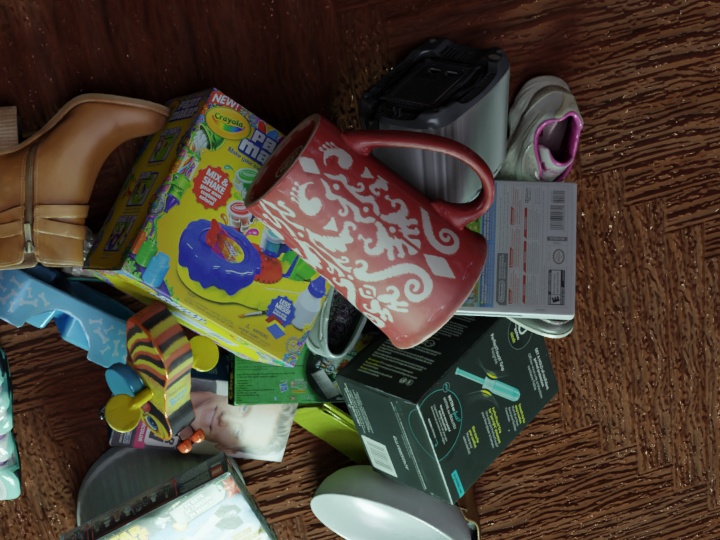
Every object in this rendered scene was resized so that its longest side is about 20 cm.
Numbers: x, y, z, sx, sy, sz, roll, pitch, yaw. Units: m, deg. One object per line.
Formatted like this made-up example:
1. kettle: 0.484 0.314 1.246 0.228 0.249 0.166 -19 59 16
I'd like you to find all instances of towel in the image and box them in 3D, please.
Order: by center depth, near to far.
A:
1. towel: 0.001 0.211 1.411 0.200 0.018 0.086 38 146 -27

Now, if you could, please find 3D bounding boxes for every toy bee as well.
1. toy bee: -0.188 0.117 1.175 0.109 0.200 0.131 43 75 12

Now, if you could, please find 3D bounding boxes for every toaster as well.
1. toaster: 0.074 -0.135 1.194 0.200 0.113 0.130 -47 140 -43

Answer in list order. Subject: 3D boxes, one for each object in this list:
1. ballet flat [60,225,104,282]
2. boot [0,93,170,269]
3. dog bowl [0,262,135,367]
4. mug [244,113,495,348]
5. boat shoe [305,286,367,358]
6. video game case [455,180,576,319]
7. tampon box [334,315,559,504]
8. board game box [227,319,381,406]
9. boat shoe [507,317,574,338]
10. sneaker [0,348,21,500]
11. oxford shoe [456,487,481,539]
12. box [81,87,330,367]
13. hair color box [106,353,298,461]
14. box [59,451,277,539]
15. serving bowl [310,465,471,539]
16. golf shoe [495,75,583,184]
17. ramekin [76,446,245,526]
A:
1. ballet flat: -0.210 -0.008 1.245 0.198 0.072 0.072 11 113 -22
2. boot: -0.272 -0.082 1.144 0.198 0.074 0.156 -8 84 2
3. dog bowl: -0.306 0.036 1.215 0.199 0.111 0.050 29 93 -26
4. mug: 0.013 -0.057 1.109 0.200 0.133 0.178 38 80 -17
5. boat shoe: -0.001 0.000 1.278 0.070 0.071 0.203 19 92 -26
6. video game case: 0.122 -0.025 1.238 0.198 0.018 0.145 2 74 6
7. tampon box: 0.099 0.122 1.315 0.200 0.126 0.151 -41 126 -30
8. board game box: -0.050 0.093 1.321 0.198 0.023 0.106 2 90 -27
9. boat shoe: 0.152 -0.010 1.268 0.067 0.200 0.057 -27 148 -25
10. sneaker: -0.435 0.166 1.260 0.138 0.078 0.202 -5 117 -14
11. oxford shoe: 0.112 0.274 1.475 0.071 0.071 0.201 -23 118 1
12. box: -0.129 -0.039 1.173 0.199 0.122 0.194 31 75 -27
13. hair color box: -0.174 0.148 1.335 0.198 0.061 0.101 8 115 -20
14. box: -0.203 0.297 1.294 0.199 0.040 0.138 -26 121 -1
15. serving bowl: 0.043 0.283 1.419 0.200 0.199 0.066 38 60 -28
16. golf shoe: 0.182 -0.105 1.287 0.075 0.092 0.202 5 116 -20
17. ramekin: -0.222 0.294 1.371 0.198 0.105 0.202 -7 118 -13
